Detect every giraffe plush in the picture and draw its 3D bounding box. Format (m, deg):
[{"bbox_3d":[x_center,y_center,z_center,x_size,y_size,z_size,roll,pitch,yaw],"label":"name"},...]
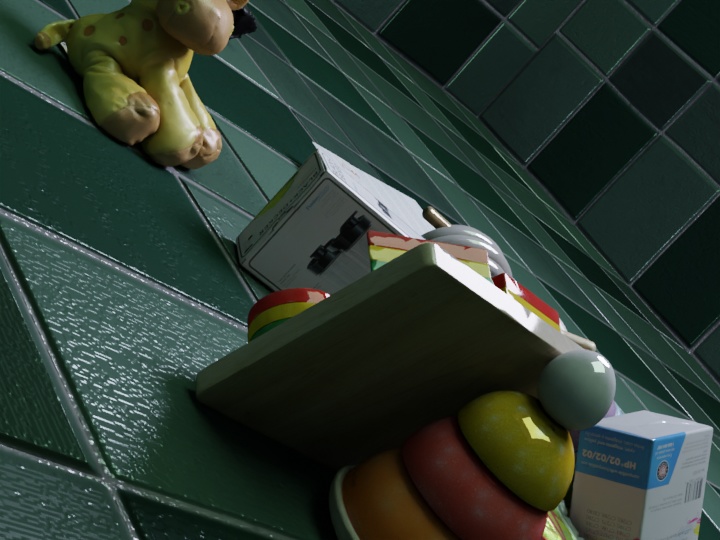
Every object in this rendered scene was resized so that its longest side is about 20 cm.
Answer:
[{"bbox_3d":[-0.177,-0.214,1.329,0.200,0.162,0.172,47,13,14],"label":"giraffe plush"}]

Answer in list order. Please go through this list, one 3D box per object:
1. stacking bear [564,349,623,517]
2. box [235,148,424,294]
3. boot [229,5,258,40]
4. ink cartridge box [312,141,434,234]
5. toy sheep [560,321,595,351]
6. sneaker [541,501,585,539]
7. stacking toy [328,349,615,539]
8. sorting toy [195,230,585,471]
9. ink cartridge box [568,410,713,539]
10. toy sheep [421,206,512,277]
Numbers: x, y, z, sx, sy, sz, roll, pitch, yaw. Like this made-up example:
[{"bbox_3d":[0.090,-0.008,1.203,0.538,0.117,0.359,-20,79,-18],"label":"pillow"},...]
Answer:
[{"bbox_3d":[0.187,0.178,1.257,0.122,0.113,0.201,-67,137,-60],"label":"stacking bear"},{"bbox_3d":[0.000,0.000,1.297,0.200,0.117,0.060,38,13,-22],"label":"box"},{"bbox_3d":[-0.203,-0.392,2.061,0.163,0.074,0.198,46,19,24],"label":"boot"},{"bbox_3d":[0.026,-0.061,1.772,0.199,0.057,0.163,21,24,-41],"label":"ink cartridge box"},{"bbox_3d":[0.142,0.089,1.378,0.138,0.138,0.200,47,-24,16],"label":"toy sheep"},{"bbox_3d":[0.115,0.194,1.118,0.090,0.078,0.200,13,28,-49],"label":"sneaker"},{"bbox_3d":[0.089,0.129,0.938,0.146,0.200,0.146,39,18,-15],"label":"stacking toy"},{"bbox_3d":[0.026,0.053,0.976,0.198,0.199,0.070,33,39,-40],"label":"sorting toy"},{"bbox_3d":[0.218,0.221,1.167,0.067,0.202,0.115,10,6,37],"label":"ink cartridge box"},{"bbox_3d":[0.097,0.010,1.547,0.138,0.138,0.201,38,31,-25],"label":"toy sheep"}]
